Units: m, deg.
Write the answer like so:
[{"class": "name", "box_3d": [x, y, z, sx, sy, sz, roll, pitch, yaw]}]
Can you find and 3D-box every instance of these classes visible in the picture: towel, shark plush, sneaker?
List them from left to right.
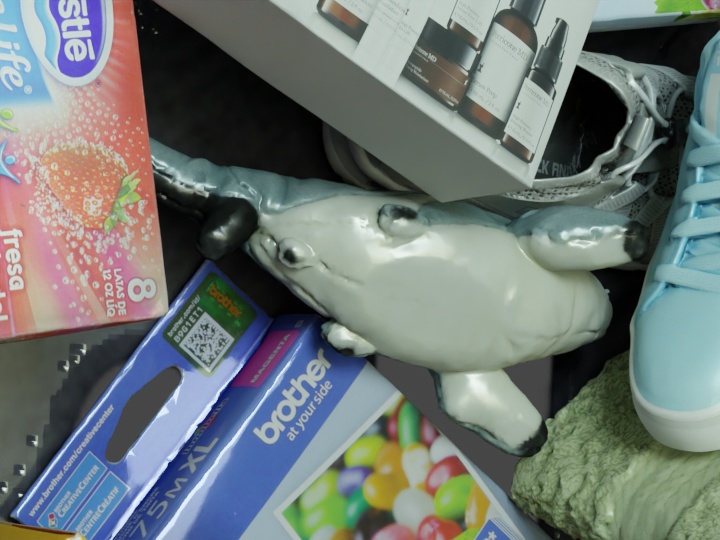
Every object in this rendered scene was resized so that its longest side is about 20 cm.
[{"class": "shark plush", "box_3d": [0.000, 0.000, 0.861, 0.200, 0.083, 0.091, 7, 112, -20]}, {"class": "sneaker", "box_3d": [0.090, -0.040, 0.899, 0.200, 0.082, 0.075, 3, 87, -27]}, {"class": "sneaker", "box_3d": [0.130, -0.039, 0.845, 0.082, 0.074, 0.200, 48, 58, -42]}, {"class": "towel", "box_3d": [0.156, 0.034, 0.859, 0.200, 0.148, 0.036, -41, 123, -15]}]

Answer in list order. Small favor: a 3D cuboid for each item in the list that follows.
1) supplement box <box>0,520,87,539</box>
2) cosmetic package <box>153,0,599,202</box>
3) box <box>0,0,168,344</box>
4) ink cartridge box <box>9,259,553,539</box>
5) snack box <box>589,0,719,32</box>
[{"class": "supplement box", "box_3d": [-0.102, 0.211, 0.762, 0.200, 0.133, 0.197, 46, 70, -18]}, {"class": "cosmetic package", "box_3d": [-0.017, -0.106, 0.764, 0.200, 0.051, 0.083, 33, 66, -31]}, {"class": "box", "box_3d": [-0.131, -0.076, 0.777, 0.095, 0.103, 0.200, -7, 90, -28]}, {"class": "ink cartridge box", "box_3d": [-0.010, 0.102, 0.868, 0.200, 0.042, 0.119, 44, 70, -17]}, {"class": "snack box", "box_3d": [0.058, -0.167, 0.897, 0.200, 0.068, 0.169, -8, 92, -26]}]
